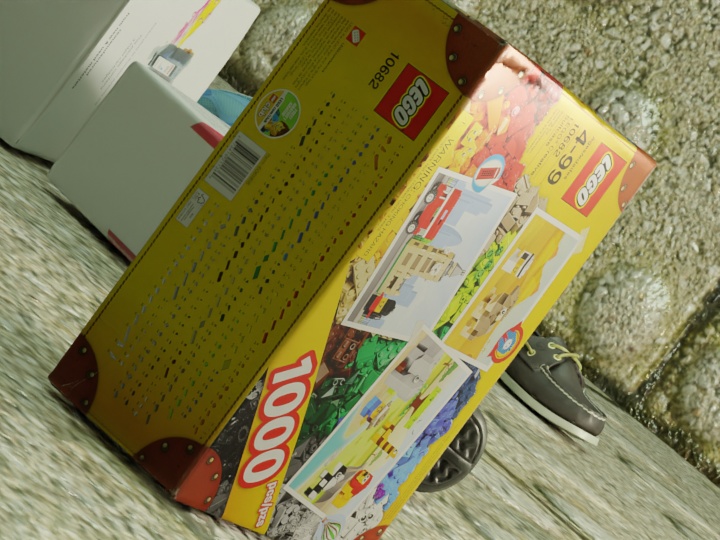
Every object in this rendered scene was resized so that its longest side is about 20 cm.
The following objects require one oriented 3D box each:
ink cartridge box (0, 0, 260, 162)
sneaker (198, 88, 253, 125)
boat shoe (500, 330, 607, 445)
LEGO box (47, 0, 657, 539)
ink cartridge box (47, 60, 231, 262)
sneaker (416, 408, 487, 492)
[{"bbox_3d":[-0.176,-0.154,1.691,0.145,0.145,0.200,38,3,14],"label":"ink cartridge box"},{"bbox_3d":[-0.092,-0.086,2.160,0.090,0.078,0.200,28,9,-48],"label":"sneaker"},{"bbox_3d":[0.152,0.080,2.488,0.072,0.061,0.201,33,6,-43],"label":"boat shoe"},{"bbox_3d":[0.000,0.000,1.085,0.077,0.200,0.149,39,5,31],"label":"LEGO box"},{"bbox_3d":[-0.052,-0.011,1.577,0.145,0.083,0.200,41,6,40],"label":"ink cartridge box"},{"bbox_3d":[-0.028,0.026,1.458,0.199,0.076,0.114,39,1,-23],"label":"sneaker"}]
